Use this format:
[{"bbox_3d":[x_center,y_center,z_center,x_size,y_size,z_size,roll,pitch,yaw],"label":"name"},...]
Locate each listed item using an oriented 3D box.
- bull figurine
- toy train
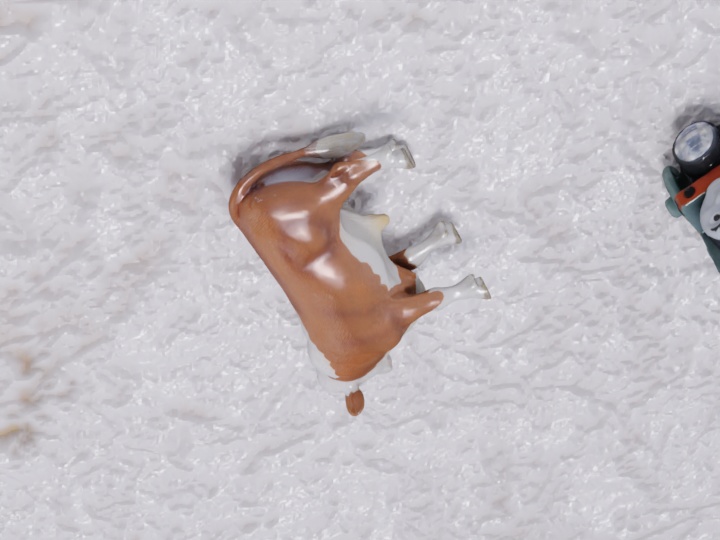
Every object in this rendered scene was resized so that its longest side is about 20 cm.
[{"bbox_3d":[0.000,0.000,1.280,0.121,0.065,0.200,-29,134,5],"label":"bull figurine"},{"bbox_3d":[0.256,-0.009,1.310,0.085,0.114,0.200,-34,131,15],"label":"toy train"}]
